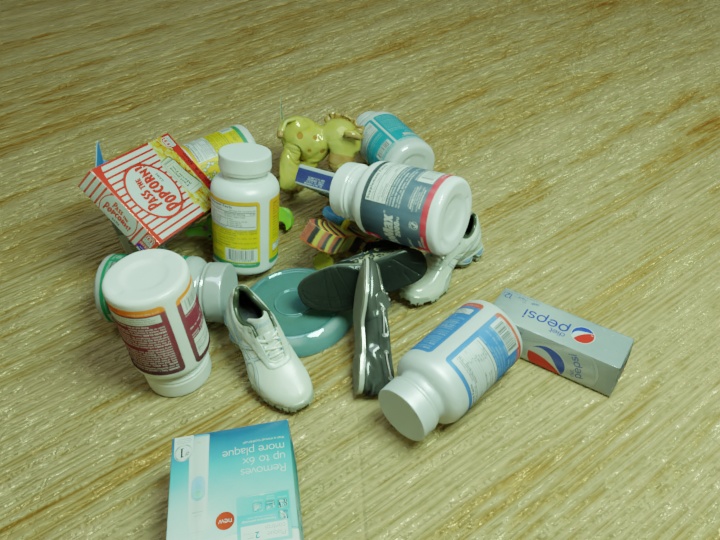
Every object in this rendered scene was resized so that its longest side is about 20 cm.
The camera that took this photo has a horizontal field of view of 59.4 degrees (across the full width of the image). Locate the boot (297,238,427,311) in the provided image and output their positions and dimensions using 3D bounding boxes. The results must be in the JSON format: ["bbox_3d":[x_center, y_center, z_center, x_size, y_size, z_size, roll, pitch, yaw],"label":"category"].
[{"bbox_3d":[0.001,0.001,1.031,0.203,0.074,0.154,-16,13,1],"label":"boot"}]

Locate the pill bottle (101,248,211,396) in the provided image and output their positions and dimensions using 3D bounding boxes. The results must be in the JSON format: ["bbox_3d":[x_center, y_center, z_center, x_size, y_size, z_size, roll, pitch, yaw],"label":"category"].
[{"bbox_3d":[-0.277,0.079,0.889,0.114,0.200,0.114,-2,41,2],"label":"pill bottle"}]

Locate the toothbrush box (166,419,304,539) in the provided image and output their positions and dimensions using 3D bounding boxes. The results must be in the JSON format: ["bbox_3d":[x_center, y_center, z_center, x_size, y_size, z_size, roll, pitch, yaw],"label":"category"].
[{"bbox_3d":[-0.142,0.289,0.732,0.146,0.085,0.200,-8,43,-4],"label":"toothbrush box"}]

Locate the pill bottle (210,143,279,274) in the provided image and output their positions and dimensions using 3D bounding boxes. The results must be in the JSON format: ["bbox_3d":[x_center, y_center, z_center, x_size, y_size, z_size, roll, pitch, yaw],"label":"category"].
[{"bbox_3d":[-0.194,-0.105,1.063,0.113,0.200,0.113,4,30,-2],"label":"pill bottle"}]

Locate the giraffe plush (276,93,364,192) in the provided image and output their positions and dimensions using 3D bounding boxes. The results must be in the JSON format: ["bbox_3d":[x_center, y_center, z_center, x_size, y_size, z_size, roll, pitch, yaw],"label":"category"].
[{"bbox_3d":[-0.073,-0.248,1.243,0.162,0.200,0.173,2,44,0],"label":"giraffe plush"}]

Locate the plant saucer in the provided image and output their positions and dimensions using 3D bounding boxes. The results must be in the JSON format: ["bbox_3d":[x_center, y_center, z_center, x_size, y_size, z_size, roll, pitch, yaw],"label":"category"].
[{"bbox_3d":[-0.108,0.058,1.030,0.200,0.027,0.200,-3,41,2],"label":"plant saucer"}]

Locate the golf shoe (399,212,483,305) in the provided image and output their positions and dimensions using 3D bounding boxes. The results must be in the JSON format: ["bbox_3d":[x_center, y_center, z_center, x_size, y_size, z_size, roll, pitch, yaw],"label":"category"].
[{"bbox_3d":[0.133,-0.027,1.054,0.078,0.097,0.200,28,52,28],"label":"golf shoe"}]

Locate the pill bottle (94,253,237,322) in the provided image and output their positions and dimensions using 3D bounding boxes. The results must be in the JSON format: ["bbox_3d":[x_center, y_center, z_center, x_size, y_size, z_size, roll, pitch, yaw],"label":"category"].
[{"bbox_3d":[-0.306,0.032,1.009,0.200,0.113,0.113,2,42,6],"label":"pill bottle"}]

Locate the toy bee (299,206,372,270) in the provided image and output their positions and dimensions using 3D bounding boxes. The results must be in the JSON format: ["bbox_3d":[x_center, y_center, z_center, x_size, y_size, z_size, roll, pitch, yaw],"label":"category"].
[{"bbox_3d":[-0.028,-0.066,1.103,0.109,0.131,0.200,32,37,2],"label":"toy bee"}]

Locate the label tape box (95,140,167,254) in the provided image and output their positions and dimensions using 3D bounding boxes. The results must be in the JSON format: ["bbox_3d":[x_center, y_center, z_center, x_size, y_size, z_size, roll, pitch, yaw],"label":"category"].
[{"bbox_3d":[-0.401,-0.114,1.112,0.066,0.200,0.143,-15,43,-10],"label":"label tape box"}]

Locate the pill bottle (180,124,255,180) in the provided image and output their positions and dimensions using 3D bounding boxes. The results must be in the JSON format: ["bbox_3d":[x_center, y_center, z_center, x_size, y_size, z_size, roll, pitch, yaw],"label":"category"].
[{"bbox_3d":[-0.312,-0.211,1.280,0.200,0.113,0.113,-29,47,-26],"label":"pill bottle"}]

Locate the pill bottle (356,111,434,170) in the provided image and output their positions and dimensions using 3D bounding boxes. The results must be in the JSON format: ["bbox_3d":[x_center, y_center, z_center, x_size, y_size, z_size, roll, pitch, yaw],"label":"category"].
[{"bbox_3d":[0.059,-0.256,1.304,0.111,0.111,0.200,-20,45,-17],"label":"pill bottle"}]

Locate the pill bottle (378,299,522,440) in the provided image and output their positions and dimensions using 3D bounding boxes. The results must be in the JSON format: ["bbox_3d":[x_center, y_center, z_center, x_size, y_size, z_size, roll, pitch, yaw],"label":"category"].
[{"bbox_3d":[0.120,0.136,0.862,0.200,0.112,0.112,-35,50,-30],"label":"pill bottle"}]

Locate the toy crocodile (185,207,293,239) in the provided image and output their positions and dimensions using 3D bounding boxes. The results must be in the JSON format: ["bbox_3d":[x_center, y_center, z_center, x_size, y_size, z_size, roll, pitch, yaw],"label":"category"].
[{"bbox_3d":[-0.225,-0.087,1.180,0.200,0.062,0.068,-13,3,-7],"label":"toy crocodile"}]

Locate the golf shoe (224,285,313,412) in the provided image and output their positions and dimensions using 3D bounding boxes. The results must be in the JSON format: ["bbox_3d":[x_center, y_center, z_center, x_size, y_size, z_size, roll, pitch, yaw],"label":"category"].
[{"bbox_3d":[-0.136,0.108,0.897,0.078,0.097,0.200,-30,65,-23],"label":"golf shoe"}]

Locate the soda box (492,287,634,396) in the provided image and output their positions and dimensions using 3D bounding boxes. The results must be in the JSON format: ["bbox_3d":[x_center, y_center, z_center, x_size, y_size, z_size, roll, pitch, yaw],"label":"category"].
[{"bbox_3d":[0.284,0.101,0.923,0.200,0.063,0.068,23,47,26],"label":"soda box"}]

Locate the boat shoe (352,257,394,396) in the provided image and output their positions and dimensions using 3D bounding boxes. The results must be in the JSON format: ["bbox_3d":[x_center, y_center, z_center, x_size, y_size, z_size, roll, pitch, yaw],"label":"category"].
[{"bbox_3d":[0.022,0.082,0.919,0.057,0.067,0.200,6,77,-14],"label":"boat shoe"}]

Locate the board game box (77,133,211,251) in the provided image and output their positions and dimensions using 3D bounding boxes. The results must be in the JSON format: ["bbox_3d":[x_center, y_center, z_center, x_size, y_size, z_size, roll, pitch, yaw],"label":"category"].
[{"bbox_3d":[-0.335,-0.129,1.043,0.152,0.046,0.200,48,34,-9],"label":"board game box"}]

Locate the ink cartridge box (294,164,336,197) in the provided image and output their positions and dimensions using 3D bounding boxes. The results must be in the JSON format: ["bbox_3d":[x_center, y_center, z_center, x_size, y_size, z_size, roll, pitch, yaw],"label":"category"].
[{"bbox_3d":[0.009,-0.136,1.173,0.199,0.041,0.200,19,4,25],"label":"ink cartridge box"}]

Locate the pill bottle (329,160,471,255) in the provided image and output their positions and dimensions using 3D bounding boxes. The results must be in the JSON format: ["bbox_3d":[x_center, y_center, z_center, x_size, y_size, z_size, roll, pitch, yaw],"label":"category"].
[{"bbox_3d":[0.057,-0.103,0.972,0.200,0.120,0.120,18,46,31],"label":"pill bottle"}]
